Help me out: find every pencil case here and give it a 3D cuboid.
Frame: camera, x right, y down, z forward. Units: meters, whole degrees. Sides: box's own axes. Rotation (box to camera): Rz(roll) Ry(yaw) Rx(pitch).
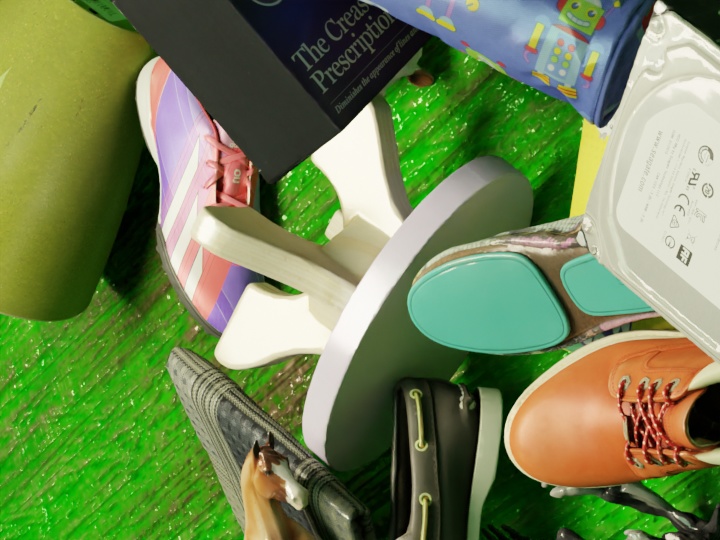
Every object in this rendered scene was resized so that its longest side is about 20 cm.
[{"bbox_3d":[0.060,-0.146,1.357,0.200,0.087,0.078,28,87,18],"label":"pencil case"}]

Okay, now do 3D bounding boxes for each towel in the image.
[{"bbox_3d":[-0.028,0.154,1.585,0.192,0.035,0.200,37,156,42],"label":"towel"}]

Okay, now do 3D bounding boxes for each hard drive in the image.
[{"bbox_3d":[0.188,-0.015,1.183,0.200,0.038,0.140,42,133,32],"label":"hard drive"}]

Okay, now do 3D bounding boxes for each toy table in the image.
[{"bbox_3d":[0.000,0.000,1.509,0.117,0.184,0.200,38,99,27],"label":"toy table"}]

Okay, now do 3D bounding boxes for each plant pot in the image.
[{"bbox_3d":[-0.217,-0.101,1.785,0.187,0.187,0.200,50,117,38],"label":"plant pot"}]

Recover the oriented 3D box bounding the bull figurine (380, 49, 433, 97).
[{"bbox_3d":[-0.038,-0.149,1.604,0.121,0.065,0.200,-36,51,11],"label":"bull figurine"}]

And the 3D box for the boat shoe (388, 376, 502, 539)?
[{"bbox_3d":[0.034,0.157,1.460,0.072,0.060,0.202,117,163,-67],"label":"boat shoe"}]

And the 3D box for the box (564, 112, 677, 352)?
[{"bbox_3d":[0.160,-0.017,1.387,0.117,0.048,0.201,22,112,50],"label":"box"}]

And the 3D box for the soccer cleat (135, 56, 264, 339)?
[{"bbox_3d":[-0.091,-0.054,1.698,0.073,0.068,0.201,-29,67,45],"label":"soccer cleat"}]

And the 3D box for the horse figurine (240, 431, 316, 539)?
[{"bbox_3d":[-0.033,0.185,1.511,0.133,0.050,0.200,52,166,18],"label":"horse figurine"}]

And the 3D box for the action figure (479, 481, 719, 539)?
[{"bbox_3d":[0.125,0.162,1.395,0.200,0.102,0.119,-26,40,55],"label":"action figure"}]

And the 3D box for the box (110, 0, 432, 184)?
[{"bbox_3d":[-0.024,-0.166,1.454,0.141,0.200,0.079,47,140,-7],"label":"box"}]

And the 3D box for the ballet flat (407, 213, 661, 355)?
[{"bbox_3d":[0.113,-0.002,1.357,0.200,0.071,0.069,-15,112,46],"label":"ballet flat"}]

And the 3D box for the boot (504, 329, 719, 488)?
[{"bbox_3d":[0.148,0.068,1.299,0.200,0.107,0.075,-17,93,27],"label":"boot"}]
